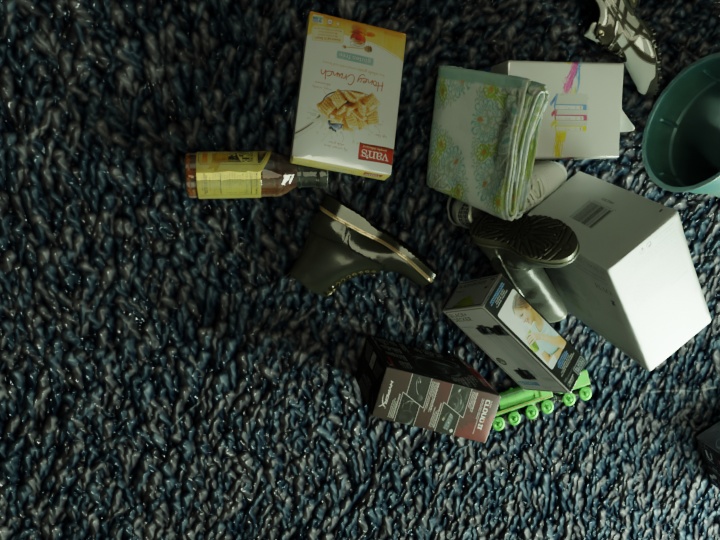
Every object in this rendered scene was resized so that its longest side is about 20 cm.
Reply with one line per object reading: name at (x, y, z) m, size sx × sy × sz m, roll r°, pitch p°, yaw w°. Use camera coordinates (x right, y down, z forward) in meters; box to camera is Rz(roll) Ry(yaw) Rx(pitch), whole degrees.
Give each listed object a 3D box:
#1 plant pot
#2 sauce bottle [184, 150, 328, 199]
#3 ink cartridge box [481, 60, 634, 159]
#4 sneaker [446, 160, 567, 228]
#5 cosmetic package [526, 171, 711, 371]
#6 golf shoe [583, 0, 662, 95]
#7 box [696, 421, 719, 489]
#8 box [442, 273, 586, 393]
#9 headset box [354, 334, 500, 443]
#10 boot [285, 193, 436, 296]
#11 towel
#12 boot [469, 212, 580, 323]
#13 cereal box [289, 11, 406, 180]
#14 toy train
plant pot at (0.570, -0.189, 0.922) m, size 0.192 × 0.200 × 0.205 m, roll 15°, pitch 98°, yaw -20°
sauce bottle at (-0.144, -0.134, 0.857) m, size 0.194 × 0.066 × 0.068 m, roll -3°, pitch 101°, yaw -12°
ink cartridge box at (0.275, -0.224, 0.883) m, size 0.194 × 0.129 × 0.129 m, roll -3°, pitch 100°, yaw -10°
sneaker at (0.230, -0.109, 0.922) m, size 0.196 × 0.080 × 0.078 m, roll -23°, pitch 102°, yaw -7°
cosmetic package at (0.362, -0.003, 0.883) m, size 0.122 × 0.200 × 0.201 m, roll -38°, pitch 119°, yaw -1°
golf shoe at (0.383, -0.349, 0.918) m, size 0.093 × 0.078 × 0.204 m, roll -21°, pitch 103°, yaw 12°
box at (0.716, 0.309, 1.064) m, size 0.197 × 0.132 × 0.116 m, roll -31°, pitch 106°, yaw -4°
box at (0.232, 0.098, 0.935) m, size 0.200 × 0.116 × 0.061 m, roll 44°, pitch 69°, yaw -14°
headset box at (0.103, 0.174, 0.916) m, size 0.195 × 0.149 × 0.079 m, roll 17°, pitch 98°, yaw -14°
boot at (0.000, 0.000, 0.909) m, size 0.197 × 0.077 × 0.140 m, roll 33°, pitch 98°, yaw -1°
towel at (0.158, -0.175, 0.824) m, size 0.047 × 0.199 × 0.176 m, roll -5°, pitch 114°, yaw -30°
boot at (0.252, 0.011, 0.870) m, size 0.073 × 0.181 × 0.202 m, roll -44°, pitch 126°, yaw -15°
cereal box at (-0.016, -0.238, 0.847) m, size 0.140 × 0.039 × 0.206 m, roll 7°, pitch 83°, yaw -13°
toy train at (0.290, 0.208, 1.015) m, size 0.195 × 0.042 × 0.058 m, roll -16°, pitch 94°, yaw -7°
